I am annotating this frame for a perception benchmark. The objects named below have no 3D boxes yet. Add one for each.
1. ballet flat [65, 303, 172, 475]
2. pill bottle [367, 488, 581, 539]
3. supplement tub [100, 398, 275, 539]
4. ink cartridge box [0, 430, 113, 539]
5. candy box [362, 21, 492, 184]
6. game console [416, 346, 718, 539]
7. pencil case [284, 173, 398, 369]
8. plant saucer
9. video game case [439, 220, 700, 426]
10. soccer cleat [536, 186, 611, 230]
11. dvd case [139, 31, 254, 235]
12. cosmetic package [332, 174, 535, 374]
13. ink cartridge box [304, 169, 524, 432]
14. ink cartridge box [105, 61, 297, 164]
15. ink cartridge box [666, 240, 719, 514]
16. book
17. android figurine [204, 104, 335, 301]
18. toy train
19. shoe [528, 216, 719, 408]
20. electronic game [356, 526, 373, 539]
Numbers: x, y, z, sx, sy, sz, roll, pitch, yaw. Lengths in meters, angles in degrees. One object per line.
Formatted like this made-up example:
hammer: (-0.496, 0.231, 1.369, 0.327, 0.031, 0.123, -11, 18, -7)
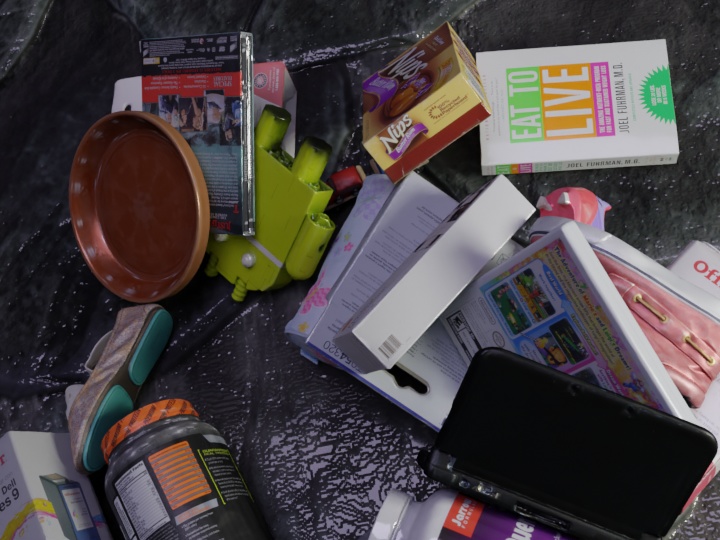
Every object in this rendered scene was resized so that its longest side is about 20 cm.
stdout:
ballet flat: (-0.257, 0.117, 1.048, 0.067, 0.068, 0.200, 6, 48, 20)
pill bottle: (0.106, 0.253, 0.856, 0.199, 0.113, 0.113, 20, 73, 13)
supplement tub: (-0.159, 0.228, 0.957, 0.122, 0.123, 0.200, -31, 64, -2)
ink cartridge box: (-0.313, 0.273, 0.971, 0.145, 0.087, 0.200, -39, 61, 18)
candy box: (0.062, -0.175, 1.040, 0.116, 0.056, 0.200, -34, 23, 17)
game console: (0.162, 0.151, 0.858, 0.199, 0.176, 0.117, 22, 84, 2)
pencil case: (0.000, 0.000, 1.039, 0.091, 0.083, 0.200, -2, 57, 60)
plant saucer: (-0.231, -0.067, 1.084, 0.200, 0.032, 0.201, 7, 102, 36)
video game case: (0.170, 0.082, 0.885, 0.024, 0.182, 0.200, -26, 83, -40)
soccer cleat: (0.198, 0.021, 0.969, 0.067, 0.076, 0.201, -6, 76, 58)
dvd case: (-0.169, -0.139, 1.062, 0.146, 0.022, 0.201, 5, 98, 35)
cosmetic package: (0.064, 0.004, 0.926, 0.051, 0.083, 0.200, 45, 73, -2)
ink cartridge box: (0.073, 0.040, 0.985, 0.196, 0.043, 0.200, 35, 76, -7)
ink cartridge box: (-0.176, -0.160, 1.157, 0.199, 0.068, 0.117, -3, 67, 10)
ink cartridge box: (0.295, 0.096, 0.934, 0.200, 0.083, 0.146, -45, 65, -8)
book: (0.225, -0.169, 1.088, 0.199, 0.048, 0.134, -4, 69, 8)
android figurine: (-0.104, -0.062, 1.063, 0.182, 0.041, 0.200, 42, 117, 24)
toy train: (-0.016, -0.090, 1.103, 0.199, 0.046, 0.034, -25, 64, 1)
shoe: (0.220, 0.036, 0.882, 0.200, 0.072, 0.091, 30, 75, 9)
electronic game: (0.064, 0.313, 0.916, 0.199, 0.042, 0.201, -2, 63, 3)
